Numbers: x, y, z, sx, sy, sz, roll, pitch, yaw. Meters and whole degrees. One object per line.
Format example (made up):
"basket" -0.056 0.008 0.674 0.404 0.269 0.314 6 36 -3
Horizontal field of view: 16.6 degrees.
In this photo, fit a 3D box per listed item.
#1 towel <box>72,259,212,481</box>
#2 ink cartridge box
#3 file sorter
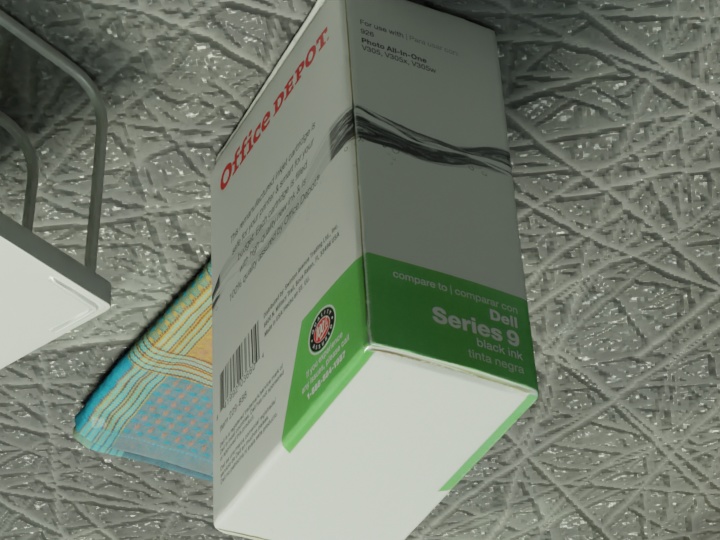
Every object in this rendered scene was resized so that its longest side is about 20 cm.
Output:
"towel" -0.042 0.053 1.264 0.146 0.022 0.200 21 136 -25
"ink cartridge box" 0.000 0.000 1.059 0.084 0.201 0.146 15 139 -22
"file sorter" -0.225 -0.023 1.087 0.200 0.125 0.139 -28 134 31
